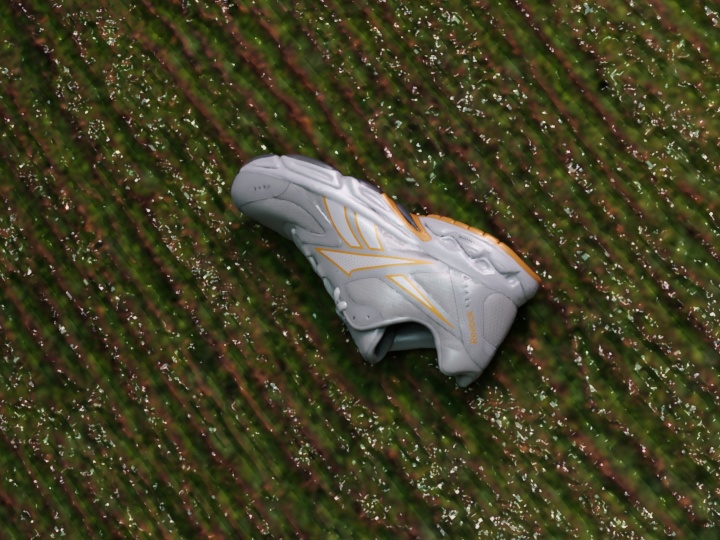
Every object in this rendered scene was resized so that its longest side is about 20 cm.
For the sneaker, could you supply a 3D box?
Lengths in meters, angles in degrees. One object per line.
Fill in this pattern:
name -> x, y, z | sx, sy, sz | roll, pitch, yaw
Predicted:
sneaker -> 0.000, 0.000, 0.993 | 0.199, 0.076, 0.092 | 24, 83, 21
